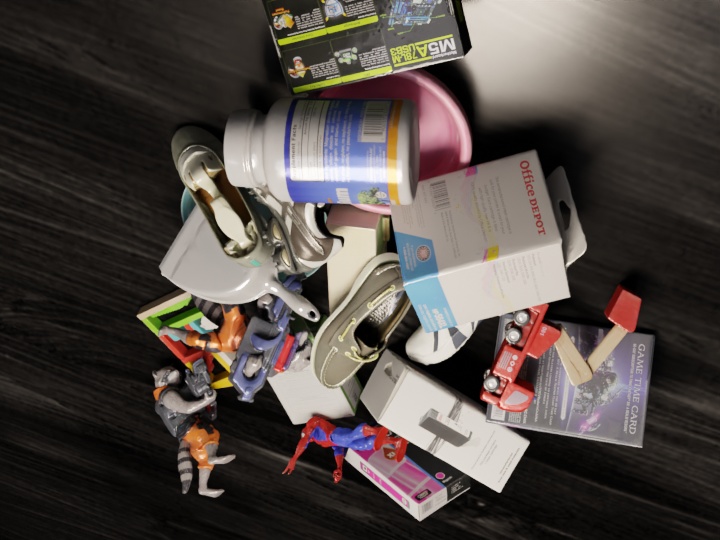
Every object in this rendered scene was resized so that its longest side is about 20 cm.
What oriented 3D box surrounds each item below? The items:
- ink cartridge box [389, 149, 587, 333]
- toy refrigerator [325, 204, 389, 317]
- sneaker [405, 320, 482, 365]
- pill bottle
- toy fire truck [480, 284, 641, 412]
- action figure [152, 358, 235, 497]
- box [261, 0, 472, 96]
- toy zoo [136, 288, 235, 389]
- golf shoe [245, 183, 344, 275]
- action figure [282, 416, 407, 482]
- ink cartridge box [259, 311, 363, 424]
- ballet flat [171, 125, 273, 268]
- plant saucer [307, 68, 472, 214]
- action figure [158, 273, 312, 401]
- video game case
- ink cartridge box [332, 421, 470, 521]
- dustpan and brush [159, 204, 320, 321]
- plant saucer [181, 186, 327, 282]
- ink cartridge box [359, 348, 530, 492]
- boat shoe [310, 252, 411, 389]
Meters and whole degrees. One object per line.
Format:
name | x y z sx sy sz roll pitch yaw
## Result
ink cartridge box | 0.146 -0.032 1.125 0.198 0.130 0.126 -14 147 9
toy refrigerator | 0.000 0.000 1.272 0.069 0.076 0.201 7 131 10
sneaker | 0.101 0.028 1.266 0.129 0.080 0.199 40 129 -18
pill bottle | -0.039 -0.128 1.071 0.198 0.113 0.113 2 131 10
toy fire truck | 0.246 0.096 1.243 0.140 0.049 0.202 24 100 4
action figure | -0.251 0.214 1.463 0.104 0.194 0.201 -24 151 -18
box | -0.006 -0.290 1.008 0.198 0.048 0.195 -9 114 23
toy zoo | -0.214 0.106 1.464 0.130 0.021 0.200 -22 121 31
golf shoe | -0.081 -0.099 1.167 0.094 0.078 0.202 -19 98 16
action figure | -0.031 0.254 1.376 0.065 0.100 0.199 34 160 -31
ink cartridge box | -0.083 0.121 1.412 0.103 0.060 0.201 -11 124 24
ballet flat | -0.168 -0.093 1.186 0.067 0.064 0.201 -34 79 9
plant saucer | 0.030 -0.156 1.143 0.198 0.051 0.202 8 131 9
action figure | -0.136 0.058 1.304 0.192 0.201 0.105 31 174 3
video game case | 0.268 0.138 1.286 0.198 0.145 0.019 8 170 8
ink cartridge box | 0.054 0.267 1.414 0.199 0.094 0.037 29 134 45
dustpan and brush | -0.134 0.002 1.237 0.199 0.057 0.140 36 98 20
plant saucer | -0.131 -0.065 1.286 0.198 0.028 0.202 8 132 9
ink cartridge box | 0.109 0.200 1.362 0.199 0.144 0.084 32 90 -12
boat shoe | 0.002 0.074 1.228 0.072 0.060 0.203 12 122 -34
